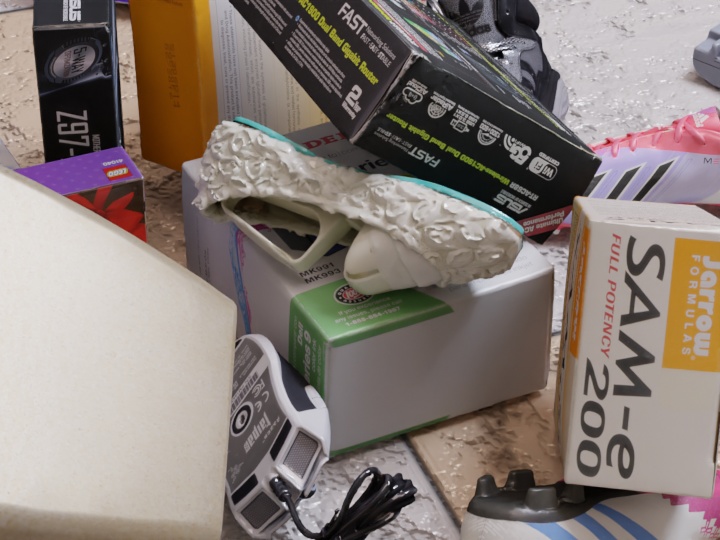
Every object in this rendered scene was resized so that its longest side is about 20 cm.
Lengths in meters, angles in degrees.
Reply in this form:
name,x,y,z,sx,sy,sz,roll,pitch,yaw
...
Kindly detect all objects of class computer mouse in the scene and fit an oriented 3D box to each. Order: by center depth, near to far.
name,x,y,z,sx,sy,sz,roll,pitch,yaw
computer mouse,-0.035,0.100,1.052,0.044,0.110,0.200,28,17,-29

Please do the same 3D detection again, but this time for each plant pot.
name,x,y,z,sx,sy,sz,roll,pitch,yaw
plant pot,-0.161,0.082,0.951,0.176,0.200,0.201,12,53,-15

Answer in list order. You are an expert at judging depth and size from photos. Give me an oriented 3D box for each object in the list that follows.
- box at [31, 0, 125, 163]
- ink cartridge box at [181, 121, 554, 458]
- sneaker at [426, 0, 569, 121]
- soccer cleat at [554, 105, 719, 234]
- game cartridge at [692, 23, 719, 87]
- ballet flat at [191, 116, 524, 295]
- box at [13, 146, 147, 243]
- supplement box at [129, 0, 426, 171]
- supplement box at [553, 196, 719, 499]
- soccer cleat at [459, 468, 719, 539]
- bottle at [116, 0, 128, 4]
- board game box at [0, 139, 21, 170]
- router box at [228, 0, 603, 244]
name,x,y,z,sx,sy,sz,roll,pitch,yaw
box,-0.164,-0.095,1.214,0.043,0.201,0.161,-3,35,-5
ink cartridge box,0.000,0.000,1.182,0.145,0.088,0.200,-16,37,-21
sneaker,0.077,-0.122,1.300,0.075,0.114,0.200,-17,16,19
soccer cleat,0.191,-0.070,1.291,0.199,0.077,0.067,-3,35,-6
game cartridge,0.350,-0.140,1.429,0.199,0.042,0.133,28,39,33
ballet flat,-0.007,-0.022,1.099,0.199,0.072,0.072,21,40,29
box,-0.211,0.020,1.106,0.199,0.137,0.039,-14,37,-20
supplement box,-0.048,-0.149,1.320,0.199,0.127,0.073,-21,28,-38
supplement box,0.138,0.031,1.029,0.073,0.127,0.200,5,5,3
soccer cleat,0.120,0.139,1.016,0.199,0.087,0.070,-2,8,-44
bottle,-0.142,-0.231,1.521,0.199,0.066,0.084,10,35,12
board game box,-0.324,-0.084,1.337,0.151,0.037,0.200,-16,40,-23
router box,0.028,-0.109,1.164,0.149,0.062,0.200,27,15,-35
